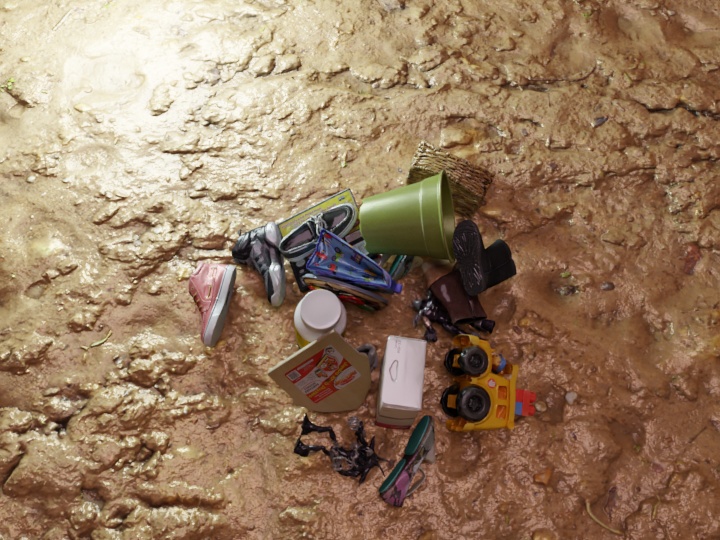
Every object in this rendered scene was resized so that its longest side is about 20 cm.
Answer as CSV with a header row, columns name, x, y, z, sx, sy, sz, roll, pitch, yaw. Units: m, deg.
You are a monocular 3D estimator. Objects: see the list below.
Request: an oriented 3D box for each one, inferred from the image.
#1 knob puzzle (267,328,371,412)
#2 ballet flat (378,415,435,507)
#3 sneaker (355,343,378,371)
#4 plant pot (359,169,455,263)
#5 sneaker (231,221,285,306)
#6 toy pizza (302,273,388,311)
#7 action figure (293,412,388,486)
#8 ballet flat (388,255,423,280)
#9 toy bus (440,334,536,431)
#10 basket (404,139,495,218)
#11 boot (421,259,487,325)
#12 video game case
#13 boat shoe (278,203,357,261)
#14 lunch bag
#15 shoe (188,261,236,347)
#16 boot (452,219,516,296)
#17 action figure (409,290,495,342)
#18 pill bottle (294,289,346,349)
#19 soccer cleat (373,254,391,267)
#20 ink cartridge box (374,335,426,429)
name,x,y,z,sx,sy,sz,roll,pitch,yaw
knob puzzle,-0.065,0.223,1.505,0.217,0.221,0.031,-2,33,-4
ballet flat,0.115,0.404,1.506,0.071,0.069,0.201,36,73,-8
sneaker,-0.051,0.216,1.560,0.199,0.081,0.075,-29,74,-13
plant pot,0.101,-0.108,1.562,0.188,0.200,0.202,-5,66,16
sneaker,-0.234,-0.009,1.647,0.113,0.076,0.202,-8,72,3
toy pizza,-0.036,0.053,1.567,0.198,0.200,0.032,17,82,4
action figure,-0.035,0.369,1.486,0.198,0.102,0.120,16,56,5
ballet flat,0.127,-0.050,1.689,0.074,0.074,0.201,22,71,6
toy bus,0.280,0.245,1.530,0.190,0.136,0.202,6,81,-9
basket,0.225,-0.250,1.734,0.199,0.143,0.150,26,69,7
boot,0.240,0.044,1.619,0.199,0.073,0.167,-8,57,-37
video game case,-0.080,-0.071,1.671,0.199,0.025,0.182,-25,70,9
boat shoe,-0.098,-0.094,1.626,0.198,0.068,0.074,-28,71,0
lunch bag,0.000,0.000,1.541,0.198,0.151,0.095,22,85,9
shoe,-0.346,0.072,1.607,0.090,0.072,0.202,10,62,2
boot,0.283,-0.043,1.600,0.065,0.199,0.167,-1,101,36
action figure,0.200,0.114,1.626,0.199,0.069,0.131,26,75,11
pill bottle,-0.086,0.115,1.532,0.111,0.200,0.114,1,68,-3
soccer cleat,0.046,-0.043,1.682,0.069,0.078,0.201,37,89,23
ink cartridge box,0.081,0.238,1.492,0.082,0.200,0.148,7,67,0
